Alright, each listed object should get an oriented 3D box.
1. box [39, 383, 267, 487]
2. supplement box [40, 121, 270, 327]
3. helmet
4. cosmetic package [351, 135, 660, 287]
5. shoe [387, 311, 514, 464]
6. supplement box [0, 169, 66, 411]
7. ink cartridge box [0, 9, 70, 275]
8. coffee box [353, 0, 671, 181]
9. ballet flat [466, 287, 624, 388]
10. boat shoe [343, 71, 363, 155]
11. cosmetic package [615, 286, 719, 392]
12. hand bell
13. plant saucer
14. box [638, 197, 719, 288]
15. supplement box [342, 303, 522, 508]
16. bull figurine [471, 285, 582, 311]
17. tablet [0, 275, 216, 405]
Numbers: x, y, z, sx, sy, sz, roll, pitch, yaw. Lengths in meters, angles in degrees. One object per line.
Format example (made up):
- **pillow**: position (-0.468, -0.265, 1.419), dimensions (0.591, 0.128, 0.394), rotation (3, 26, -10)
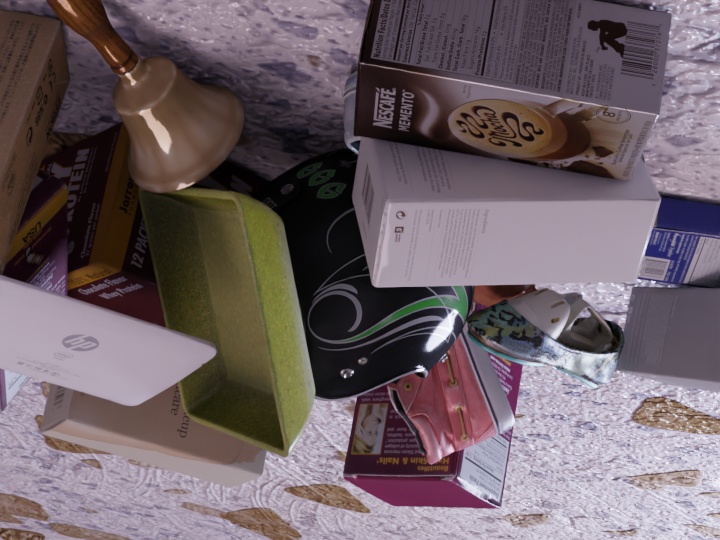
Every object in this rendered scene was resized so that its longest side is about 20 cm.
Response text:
- **box**: position (-0.184, 0.129, 1.598), dimensions (0.199, 0.096, 0.078), rotation (18, 158, -25)
- **supplement box**: position (-0.182, -0.017, 1.535), dimensions (0.199, 0.134, 0.197), rotation (24, 156, -32)
- **helmet**: position (0.000, 0.000, 1.406), dimensions (0.189, 0.202, 0.200), rotation (-16, 171, -25)
- **cosmetic package**: position (0.102, -0.053, 1.244), dimensions (0.198, 0.108, 0.085), rotation (1, 131, -10)
- **shoe**: position (0.059, 0.070, 1.547), dimensions (0.090, 0.201, 0.071), rotation (-25, -174, -9)
- **supplement box**: position (-0.312, -0.004, 1.384), dimensions (0.130, 0.103, 0.201), rotation (29, 142, 13)
- **ink cartridge box**: position (-0.319, -0.103, 1.270), dimensions (0.163, 0.201, 0.075), rotation (9, 145, 5)
- **coffee box**: position (0.099, -0.132, 1.168), dimensions (0.198, 0.081, 0.113), rotation (10, 160, 2)
- **ballet flat**: position (0.164, 0.049, 1.482), dimensions (0.074, 0.075, 0.199), rotation (-5, 167, 35)
- **boat shoe**: position (0.059, -0.082, 1.330), dimensions (0.200, 0.072, 0.070), rotation (27, 154, -37)
- **cosmetic package**: position (0.316, 0.063, 1.492), dimensions (0.106, 0.091, 0.200), rotation (13, 179, -17)
- **hand bell**: position (-0.177, -0.160, 1.265), dimensions (0.103, 0.105, 0.200), rotation (-2, 143, 31)
- **plant saucer**: position (-0.098, 0.028, 1.341), dimensions (0.048, 0.202, 0.200), rotation (-16, -168, -27)
- **box**: position (0.326, -0.013, 1.435), dimensions (0.198, 0.033, 0.121), rotation (10, 160, 6)
- **supplement box**: position (0.076, 0.120, 1.670), dimensions (0.130, 0.202, 0.103), rotation (-3, 156, 34)
- **bull figurine**: position (0.135, -0.005, 1.508), dimensions (0.120, 0.066, 0.200), rotation (1, 164, 6)
- **tablet**: position (-0.223, 0.057, 1.314), dimensions (0.199, 0.014, 0.130), rotation (20, 145, -34)
